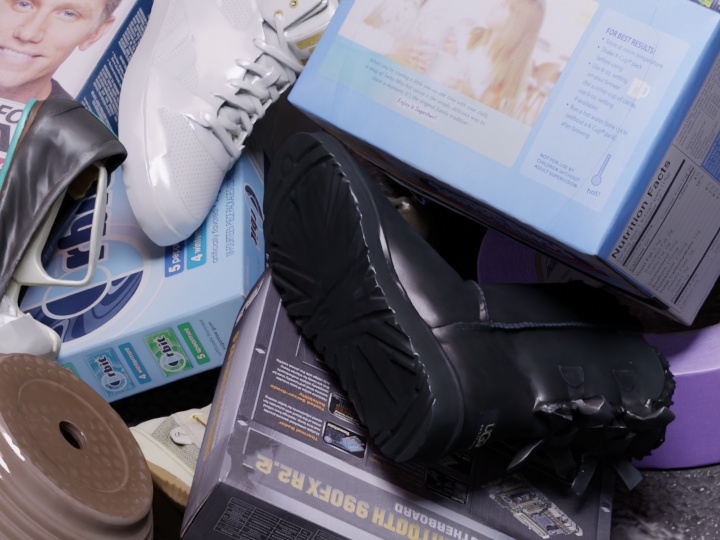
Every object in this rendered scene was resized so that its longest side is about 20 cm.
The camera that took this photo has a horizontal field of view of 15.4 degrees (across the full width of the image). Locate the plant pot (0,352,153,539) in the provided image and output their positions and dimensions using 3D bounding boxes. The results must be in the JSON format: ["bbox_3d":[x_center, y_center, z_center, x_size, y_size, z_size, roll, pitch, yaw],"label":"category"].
[{"bbox_3d":[-0.164,0.106,1.248,0.093,0.200,0.201,-43,31,21],"label":"plant pot"}]

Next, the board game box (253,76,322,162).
[{"bbox_3d":[-0.139,-0.113,1.616,0.199,0.105,0.103,10,42,24],"label":"board game box"}]

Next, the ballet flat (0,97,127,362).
[{"bbox_3d":[-0.179,0.007,1.381,0.068,0.068,0.201,24,88,5],"label":"ballet flat"}]

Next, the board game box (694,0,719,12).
[{"bbox_3d":[0.253,-0.110,1.424,0.200,0.057,0.165,36,18,34],"label":"board game box"}]

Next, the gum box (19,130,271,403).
[{"bbox_3d":[-0.147,0.006,1.475,0.199,0.045,0.170,-19,36,12],"label":"gum box"}]

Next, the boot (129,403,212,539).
[{"bbox_3d":[-0.018,0.104,1.337,0.154,0.072,0.200,-29,39,-27],"label":"boot"}]

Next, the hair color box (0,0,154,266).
[{"bbox_3d":[-0.185,-0.099,1.502,0.099,0.061,0.201,14,59,25],"label":"hair color box"}]

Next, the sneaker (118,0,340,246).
[{"bbox_3d":[-0.060,-0.109,1.443,0.115,0.074,0.201,-10,53,25],"label":"sneaker"}]

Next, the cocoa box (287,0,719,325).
[{"bbox_3d":[0.093,-0.083,1.312,0.199,0.131,0.134,28,89,32],"label":"cocoa box"}]

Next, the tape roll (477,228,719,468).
[{"bbox_3d":[0.164,0.015,1.419,0.199,0.066,0.201,-5,37,4],"label":"tape roll"}]

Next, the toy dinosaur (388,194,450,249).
[{"bbox_3d":[0.000,0.000,1.492,0.088,0.048,0.201,8,43,11],"label":"toy dinosaur"}]

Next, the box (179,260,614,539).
[{"bbox_3d":[0.024,0.099,1.270,0.199,0.048,0.159,24,40,-11],"label":"box"}]

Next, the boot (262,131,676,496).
[{"bbox_3d":[0.055,0.019,1.280,0.162,0.073,0.199,2,46,-38],"label":"boot"}]

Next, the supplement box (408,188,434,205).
[{"bbox_3d":[0.060,-0.166,1.519,0.133,0.201,0.200,-14,15,-6],"label":"supplement box"}]
